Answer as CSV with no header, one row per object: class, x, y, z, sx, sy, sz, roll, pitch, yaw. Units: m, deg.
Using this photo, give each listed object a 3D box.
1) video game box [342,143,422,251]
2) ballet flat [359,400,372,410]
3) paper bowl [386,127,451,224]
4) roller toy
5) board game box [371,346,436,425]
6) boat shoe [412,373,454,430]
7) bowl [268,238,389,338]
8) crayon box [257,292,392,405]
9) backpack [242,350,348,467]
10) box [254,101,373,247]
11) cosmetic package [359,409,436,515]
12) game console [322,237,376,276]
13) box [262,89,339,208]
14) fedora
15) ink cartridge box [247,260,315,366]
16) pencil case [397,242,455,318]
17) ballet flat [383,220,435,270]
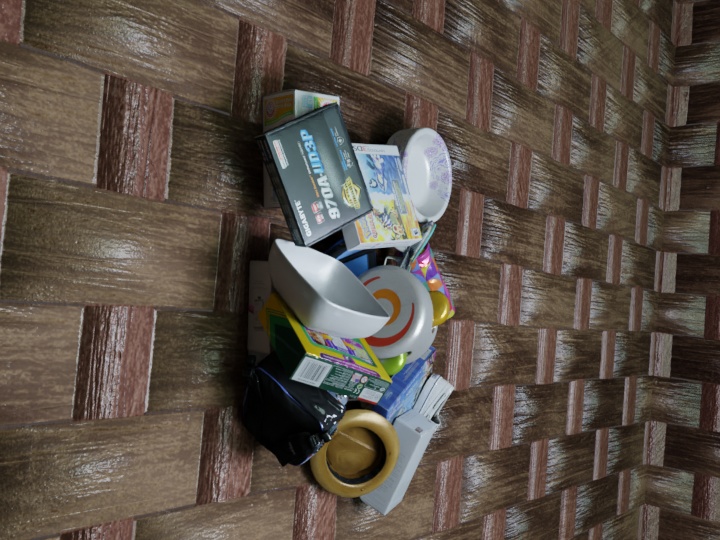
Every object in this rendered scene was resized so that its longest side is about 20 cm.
video game box,0.025,-0.145,1.414,0.179,0.046,0.205,-7,78,-43
ballet flat,0.023,0.247,1.553,0.076,0.063,0.202,-55,131,-32
paper bowl,0.109,-0.203,1.588,0.198,0.102,0.207,-4,95,-53
roller toy,0.063,0.091,1.462,0.202,0.181,0.140,-52,155,0
board game box,0.086,0.288,1.580,0.200,0.043,0.202,-44,153,-39
boat shoe,0.147,0.329,1.616,0.204,0.065,0.072,-65,159,11
bowl,-0.065,0.042,1.263,0.198,0.200,0.075,20,110,-49
crayon box,-0.062,0.134,1.249,0.197,0.173,0.059,25,107,-38
backpack,-0.122,0.242,1.288,0.200,0.192,0.153,45,43,13
box,-0.076,-0.166,1.261,0.157,0.046,0.205,-29,108,-29
cosmetic package,0.080,0.406,1.554,0.101,0.073,0.204,-4,119,-66
game console,0.000,0.000,1.476,0.198,0.170,0.120,-24,83,-46
box,-0.108,-0.217,1.335,0.111,0.100,0.206,-4,96,-43
fedora,-0.018,0.357,1.476,0.195,0.082,0.206,-6,109,-18
ink cartridge box,-0.145,0.086,1.342,0.115,0.066,0.206,0,92,-49
pencil case,0.152,0.029,1.679,0.089,0.087,0.203,-47,127,-36
ballet flat,0.091,-0.027,1.568,0.071,0.072,0.204,0,122,-48
